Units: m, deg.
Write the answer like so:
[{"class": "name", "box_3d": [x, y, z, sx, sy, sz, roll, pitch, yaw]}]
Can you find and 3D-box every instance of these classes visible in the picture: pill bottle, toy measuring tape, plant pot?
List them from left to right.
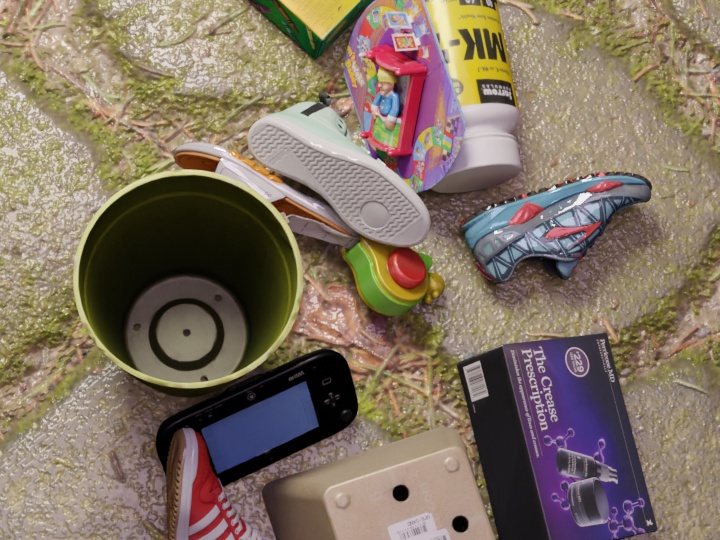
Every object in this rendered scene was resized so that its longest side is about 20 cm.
[{"class": "plant pot", "box_3d": [-0.161, 0.033, 1.476, 0.200, 0.193, 0.201, 2, 73, -7]}, {"class": "toy measuring tape", "box_3d": [0.000, 0.000, 1.555, 0.200, 0.074, 0.074, 17, 73, -29]}, {"class": "plant pot", "box_3d": [0.037, 0.253, 1.463, 0.200, 0.177, 0.200, -16, 78, -11]}, {"class": "pill bottle", "box_3d": [0.098, -0.187, 1.613, 0.114, 0.114, 0.200, -9, 78, -10]}]

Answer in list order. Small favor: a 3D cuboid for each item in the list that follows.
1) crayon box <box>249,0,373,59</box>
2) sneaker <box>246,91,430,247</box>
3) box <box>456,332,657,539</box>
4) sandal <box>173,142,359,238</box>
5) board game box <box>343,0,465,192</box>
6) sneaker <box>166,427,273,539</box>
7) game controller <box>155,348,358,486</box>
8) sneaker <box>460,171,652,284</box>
[{"class": "crayon box", "box_3d": [-0.022, -0.334, 1.660, 0.119, 0.058, 0.200, 42, 74, 3]}, {"class": "sneaker", "box_3d": [-0.004, -0.106, 1.575, 0.200, 0.118, 0.074, 34, 119, 5]}, {"class": "box", "box_3d": [0.190, 0.169, 1.531, 0.141, 0.079, 0.200, -4, 75, -38]}, {"class": "sandal", "box_3d": [-0.098, -0.060, 1.571, 0.206, 0.079, 0.059, 27, 72, -3]}, {"class": "board game box", "box_3d": [0.026, -0.173, 1.574, 0.039, 0.158, 0.200, -9, 76, -35]}, {"class": "sneaker", "box_3d": [-0.122, 0.237, 1.474, 0.112, 0.071, 0.200, -3, 109, -11]}, {"class": "game controller", "box_3d": [-0.098, 0.145, 1.515, 0.200, 0.104, 0.042, -25, 49, -13]}, {"class": "sneaker", "box_3d": [0.207, -0.040, 1.620, 0.200, 0.079, 0.096, -17, 89, -3]}]
